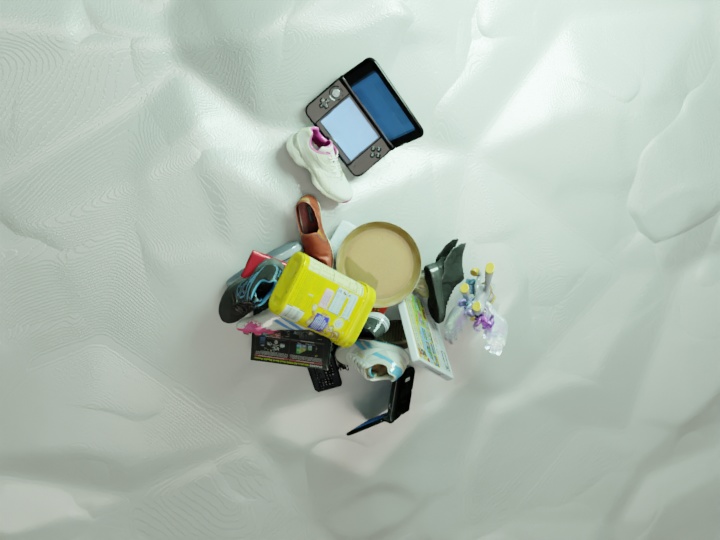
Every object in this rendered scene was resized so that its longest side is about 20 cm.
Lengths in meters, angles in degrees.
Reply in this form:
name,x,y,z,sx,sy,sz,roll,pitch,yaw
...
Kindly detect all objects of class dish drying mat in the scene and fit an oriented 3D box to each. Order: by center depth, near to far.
name,x,y,z,sx,sy,sz,roll,pitch,yaw
dish drying mat,-0.170,0.019,1.259,0.198,0.018,0.077,23,116,-19

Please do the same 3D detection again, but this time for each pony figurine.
name,x,y,z,sx,sy,sz,roll,pitch,yaw
pony figurine,0.294,0.093,1.355,0.195,0.165,0.200,-67,154,-15

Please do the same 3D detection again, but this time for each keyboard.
name,x,y,z,sx,sy,sz,roll,pitch,yaw
keyboard,-0.093,0.222,1.404,0.103,0.040,0.202,-18,111,-5

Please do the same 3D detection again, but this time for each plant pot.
name,x,y,z,sx,sy,sz,roll,pitch,yaw
plant pot,0.043,-0.015,1.266,0.198,0.027,0.203,1,100,4

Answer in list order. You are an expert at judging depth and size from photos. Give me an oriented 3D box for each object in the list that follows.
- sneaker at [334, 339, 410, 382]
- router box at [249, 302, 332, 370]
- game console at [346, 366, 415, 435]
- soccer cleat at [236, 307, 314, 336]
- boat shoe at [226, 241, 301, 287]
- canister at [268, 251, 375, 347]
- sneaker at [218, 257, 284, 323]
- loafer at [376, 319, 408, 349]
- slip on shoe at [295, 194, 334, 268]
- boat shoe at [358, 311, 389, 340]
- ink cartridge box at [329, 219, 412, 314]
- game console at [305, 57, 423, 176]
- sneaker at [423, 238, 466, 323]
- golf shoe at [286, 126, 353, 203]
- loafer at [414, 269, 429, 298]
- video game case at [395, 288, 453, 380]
name,x,y,z,sx,sy,sz,roll,pitch,yaw
sneaker,0.016,0.217,1.318,0.198,0.081,0.077,2,125,33
router box,-0.164,0.152,1.329,0.198,0.062,0.152,8,106,2
game console,0.057,0.333,1.404,0.115,0.200,0.178,9,88,18
soccer cleat,-0.186,0.103,1.256,0.197,0.070,0.087,-1,93,0
boat shoe,-0.213,0.012,1.293,0.201,0.075,0.087,-32,111,3
canister,-0.082,0.063,1.178,0.199,0.086,0.150,29,87,-33
sneaker,-0.250,0.056,1.213,0.073,0.082,0.200,37,111,-25
loafer,0.061,0.177,1.377,0.198,0.077,0.068,-10,136,32
slip on shoe,-0.111,-0.076,1.270,0.073,0.061,0.202,-10,98,17
boat shoe,-0.016,0.136,1.315,0.057,0.199,0.069,-45,114,-36
ink cartridge box,0.000,0.000,1.297,0.199,0.047,0.161,34,100,14
game console,0.006,-0.327,1.196,0.175,0.116,0.200,-39,110,3
sneaker,0.212,0.030,1.323,0.103,0.060,0.202,-23,121,-17
golf shoe,-0.077,-0.236,1.225,0.091,0.076,0.200,-24,120,42
loafer,0.152,0.034,1.372,0.198,0.076,0.069,3,101,-13
video game case,0.152,0.151,1.318,0.023,0.202,0.182,-28,144,23
